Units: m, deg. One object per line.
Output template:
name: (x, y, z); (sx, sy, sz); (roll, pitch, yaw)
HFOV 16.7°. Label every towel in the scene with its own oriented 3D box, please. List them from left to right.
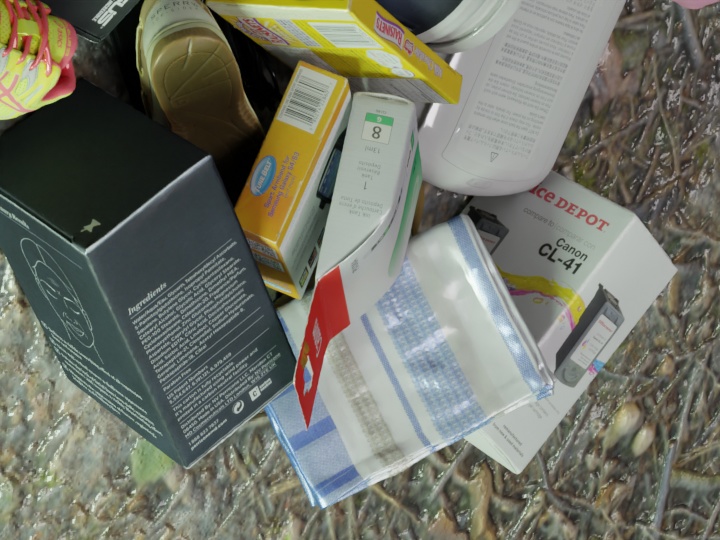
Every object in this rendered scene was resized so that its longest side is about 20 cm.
towel: (0.024, 0.064, 1.738); (0.199, 0.024, 0.148); (-26, 89, -9)

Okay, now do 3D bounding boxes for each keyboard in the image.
keyboard: (-0.103, -0.123, 1.651); (0.103, 0.040, 0.201); (-20, 129, -5)

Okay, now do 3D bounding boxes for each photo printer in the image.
photo printer: (0.099, -0.153, 1.782); (0.166, 0.069, 0.201); (12, 105, -46)

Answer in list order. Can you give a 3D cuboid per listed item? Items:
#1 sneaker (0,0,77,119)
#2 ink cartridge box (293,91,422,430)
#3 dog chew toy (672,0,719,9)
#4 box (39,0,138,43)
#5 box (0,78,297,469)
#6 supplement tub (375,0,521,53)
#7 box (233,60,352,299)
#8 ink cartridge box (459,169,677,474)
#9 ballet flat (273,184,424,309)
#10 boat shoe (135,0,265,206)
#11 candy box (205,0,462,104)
sneaker: (-0.213, -0.139, 1.433); (0.089, 0.200, 0.079); (-8, 80, 1)
ink cartridge box: (0.000, 0.000, 1.651); (0.161, 0.050, 0.202); (80, 20, -75)
dog chew toy: (0.255, -0.285, 1.820); (0.124, 0.124, 0.201); (-27, 136, -29)
box: (-0.150, -0.242, 1.463); (0.200, 0.044, 0.160); (-45, 147, 14)
box: (-0.146, 0.002, 1.587); (0.107, 0.148, 0.201); (-39, 134, -20)
supplement tub: (0.009, -0.231, 1.604); (0.199, 0.140, 0.141); (20, 99, -46)
box: (-0.041, -0.055, 1.661); (0.200, 0.041, 0.120); (81, 31, -78)
ink cartridge box: (0.116, 0.028, 1.843); (0.200, 0.147, 0.086); (-53, 137, -7)
ballet flat: (-0.008, 0.013, 1.782); (0.200, 0.063, 0.069); (-48, 136, -11)
boat shoe: (-0.105, -0.111, 1.590); (0.073, 0.067, 0.201); (-14, 148, -8)
candy box: (-0.013, -0.149, 1.599); (0.200, 0.101, 0.027); (31, 69, -64)
